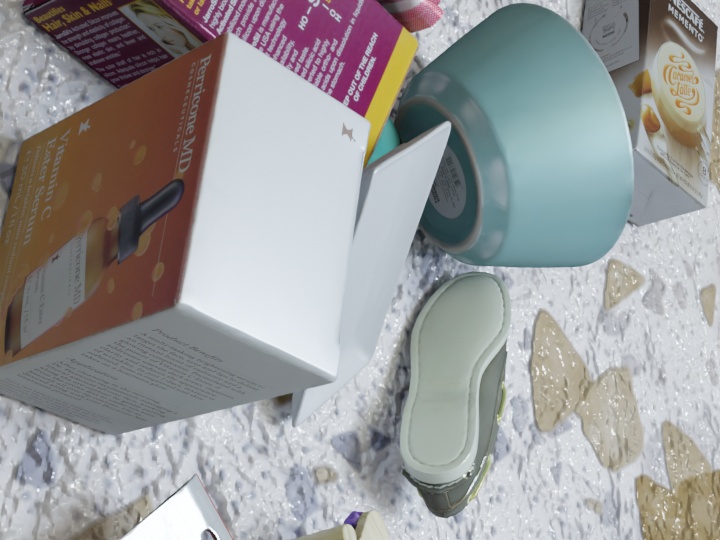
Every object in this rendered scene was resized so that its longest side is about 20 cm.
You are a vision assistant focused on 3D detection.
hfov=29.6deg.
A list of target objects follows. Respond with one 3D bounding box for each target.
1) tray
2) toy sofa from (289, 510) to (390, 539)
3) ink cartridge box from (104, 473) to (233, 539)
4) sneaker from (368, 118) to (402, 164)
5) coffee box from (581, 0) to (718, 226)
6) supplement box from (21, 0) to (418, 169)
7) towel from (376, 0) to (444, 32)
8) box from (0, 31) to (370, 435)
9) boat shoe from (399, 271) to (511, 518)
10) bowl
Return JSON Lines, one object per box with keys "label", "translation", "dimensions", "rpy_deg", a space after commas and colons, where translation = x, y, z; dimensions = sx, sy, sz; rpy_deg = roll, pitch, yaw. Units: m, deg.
{"label": "tray", "translation": [0.000, 0.000, 0.882], "dimensions": [0.022, 0.202, 0.107], "rpy_deg": [30, 34, 18]}
{"label": "toy sofa", "translation": [0.000, 0.257, 0.847], "dimensions": [0.202, 0.082, 0.098], "rpy_deg": [63, 28, -11]}
{"label": "ink cartridge box", "translation": [-0.143, 0.209, 0.730], "dimensions": [0.199, 0.050, 0.110], "rpy_deg": [-37, 104, -41]}
{"label": "sneaker", "translation": [-0.014, -0.027, 0.932], "dimensions": [0.080, 0.071, 0.202], "rpy_deg": [45, 55, -33]}
{"label": "coffee box", "translation": [0.260, -0.160, 1.248], "dimensions": [0.114, 0.079, 0.203], "rpy_deg": [31, 57, -36]}
{"label": "supplement box", "translation": [-0.084, -0.150, 0.844], "dimensions": [0.199, 0.130, 0.104], "rpy_deg": [38, 65, -33]}
{"label": "towel", "translation": [-0.056, -0.203, 0.869], "dimensions": [0.199, 0.146, 0.030], "rpy_deg": [34, 69, -22]}
{"label": "box", "translation": [-0.105, -0.011, 0.737], "dimensions": [0.106, 0.199, 0.154], "rpy_deg": [27, 58, -37]}
{"label": "boat shoe", "translation": [0.071, 0.085, 0.990], "dimensions": [0.203, 0.071, 0.061], "rpy_deg": [-72, 156, -44]}
{"label": "bowl", "translation": [0.095, -0.084, 0.995], "dimensions": [0.104, 0.200, 0.203], "rpy_deg": [-19, 91, -27]}
